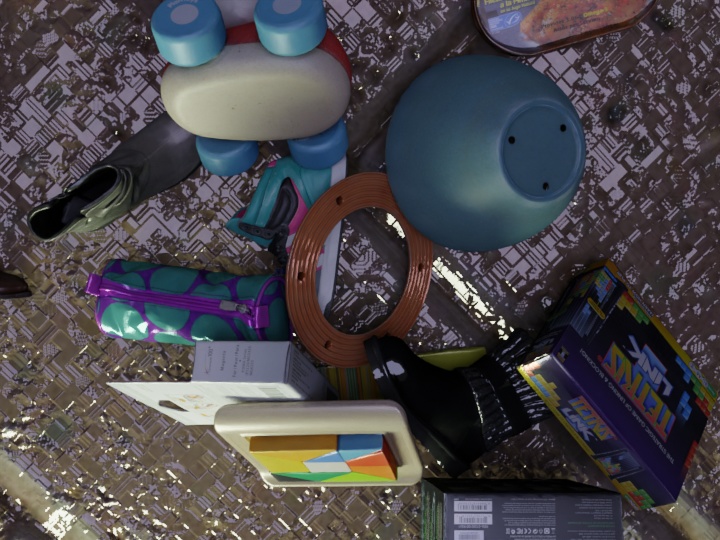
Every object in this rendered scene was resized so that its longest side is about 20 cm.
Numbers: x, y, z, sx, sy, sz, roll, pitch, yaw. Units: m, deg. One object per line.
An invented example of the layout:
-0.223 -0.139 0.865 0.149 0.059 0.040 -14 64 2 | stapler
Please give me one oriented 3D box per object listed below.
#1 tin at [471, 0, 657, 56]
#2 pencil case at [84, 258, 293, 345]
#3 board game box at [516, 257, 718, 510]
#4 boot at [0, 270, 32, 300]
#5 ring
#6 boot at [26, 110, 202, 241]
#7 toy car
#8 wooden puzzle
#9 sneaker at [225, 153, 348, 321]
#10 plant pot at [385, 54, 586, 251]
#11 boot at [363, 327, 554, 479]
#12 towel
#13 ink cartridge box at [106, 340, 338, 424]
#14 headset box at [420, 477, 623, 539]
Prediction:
0.211 -0.291 0.927 0.198 0.042 0.113 -15 102 -1 | tin
-0.166 0.035 0.896 0.198 0.092 0.086 4 78 19 | pencil case
0.271 0.114 0.927 0.200 0.057 0.165 49 48 -8 | board game box
-0.417 -0.076 0.919 0.185 0.064 0.202 10 93 -6 | boot
0.000 0.000 0.912 0.199 0.019 0.202 -12 107 -40 | ring
-0.227 -0.095 0.885 0.200 0.131 0.068 -38 98 3 | boot
-0.096 -0.228 0.862 0.175 0.185 0.201 -4 57 5 | toy car
-0.035 0.184 0.902 0.183 0.200 0.038 -3 60 9 | wooden puzzle
-0.080 -0.026 0.926 0.120 0.084 0.202 7 100 -1 | sneaker
0.140 -0.114 0.870 0.198 0.135 0.202 -2 96 -21 | plant pot
0.111 0.107 0.925 0.157 0.080 0.211 -34 124 8 | boot
0.043 0.134 0.989 0.198 0.018 0.087 -7 103 -3 | towel
-0.126 0.116 0.887 0.172 0.200 0.044 0 69 12 | ink cartridge box
0.155 0.265 0.924 0.172 0.200 0.094 1 81 -4 | headset box
